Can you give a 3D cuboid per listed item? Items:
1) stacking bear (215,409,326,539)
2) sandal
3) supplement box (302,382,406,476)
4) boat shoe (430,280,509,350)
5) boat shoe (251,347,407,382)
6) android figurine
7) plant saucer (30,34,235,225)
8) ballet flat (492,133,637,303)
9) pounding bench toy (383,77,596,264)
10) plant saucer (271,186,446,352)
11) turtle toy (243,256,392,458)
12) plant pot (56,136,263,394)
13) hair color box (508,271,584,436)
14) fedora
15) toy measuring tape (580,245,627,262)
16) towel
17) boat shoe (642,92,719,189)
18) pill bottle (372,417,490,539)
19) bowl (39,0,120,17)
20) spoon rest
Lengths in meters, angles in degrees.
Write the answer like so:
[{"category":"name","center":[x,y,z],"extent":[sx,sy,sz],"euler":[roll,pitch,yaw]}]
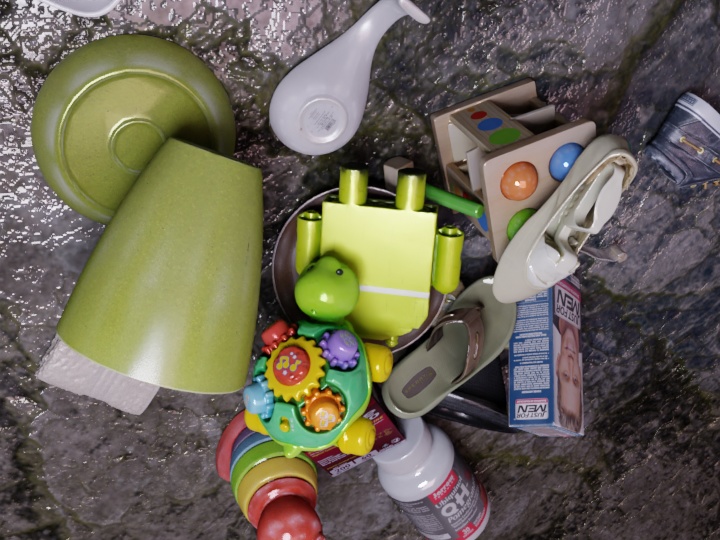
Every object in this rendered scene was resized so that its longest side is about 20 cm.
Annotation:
[{"category":"stacking bear","center":[-0.097,0.262,0.977],"extent":[0.119,0.201,0.115],"euler":[-5,121,-17]},{"category":"sandal","center":[0.106,0.086,0.925],"extent":[0.201,0.080,0.058],"euler":[-45,165,-17]},{"category":"supplement box","center":[-0.023,0.170,0.964],"extent":[0.108,0.061,0.200],"euler":[-26,149,3]},{"category":"boat shoe","center":[0.108,0.041,1.010],"extent":[0.197,0.074,0.067],"euler":[18,89,-20]},{"category":"boat shoe","center":[-0.037,0.112,1.000],"extent":[0.199,0.074,0.063],"euler":[-19,158,-20]},{"category":"android figurine","center":[0.018,-0.011,0.881],"extent":[0.179,0.041,0.203],"euler":[4,112,7]},{"category":"plant saucer","center":[-0.218,-0.125,0.811],"extent":[0.197,0.031,0.203],"euler":[-9,121,-15]},{"category":"ballet flat","center":[0.200,-0.039,0.803],"extent":[0.069,0.070,0.202],"euler":[21,110,-29]},{"category":"pounding bench toy","center":[0.136,-0.092,0.884],"extent":[0.197,0.156,0.126],"euler":[-21,124,-7]},{"category":"plant saucer","center":[0.000,0.000,0.927],"extent":[0.196,0.032,0.203],"euler":[2,112,5]},{"category":"turtle toy","center":[-0.047,0.088,0.833],"extent":[0.143,0.203,0.101],"euler":[6,158,23]},{"category":"plant pot","center":[-0.165,-0.015,0.785],"extent":[0.185,0.187,0.203],"euler":[17,96,-27]},{"category":"hair color box","center":[0.223,0.091,0.994],"extent":[0.060,0.204,0.100],"euler":[-8,160,34]},{"category":"fedora","center":[0.126,0.138,1.036],"extent":[0.199,0.200,0.093],"euler":[23,77,-29]},{"category":"toy measuring tape","center":[0.254,-0.057,1.003],"extent":[0.197,0.074,0.074],"euler":[9,116,-25]},{"category":"towel","center":[-0.252,0.060,0.904],"extent":[0.131,0.035,0.201],"euler":[27,106,-29]},{"category":"boat shoe","center":[0.436,-0.130,1.031],"extent":[0.199,0.071,0.091],"euler":[32,106,-25]},{"category":"pill bottle","center":[0.089,0.276,1.109],"extent":[0.110,0.111,0.201],"euler":[-34,125,2]},{"category":"bowl","center":[-0.249,-0.328,0.654],"extent":[0.198,0.075,0.201],"euler":[25,107,-30]},{"category":"spoon rest","center":[-0.013,-0.198,0.837],"extent":[0.099,0.061,0.200],"euler":[30,119,-30]}]
